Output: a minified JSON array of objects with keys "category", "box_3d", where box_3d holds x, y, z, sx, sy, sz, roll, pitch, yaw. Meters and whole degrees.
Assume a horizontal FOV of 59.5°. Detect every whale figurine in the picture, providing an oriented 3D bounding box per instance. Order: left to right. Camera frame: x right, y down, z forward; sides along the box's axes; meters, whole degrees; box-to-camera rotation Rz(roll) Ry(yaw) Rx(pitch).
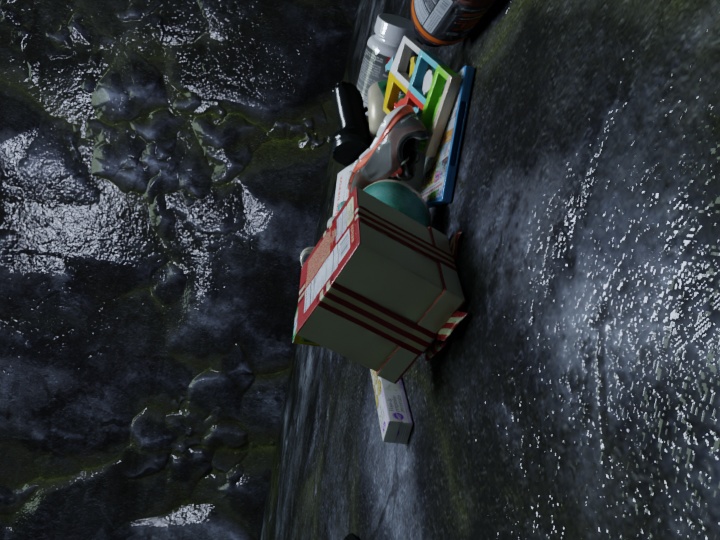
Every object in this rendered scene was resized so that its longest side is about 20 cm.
[{"category":"whale figurine","box_3d":[0.020,-0.045,0.990,0.200,0.159,0.104,-46,3,27]},{"category":"whale figurine","box_3d":[0.073,-0.283,1.268,0.160,0.102,0.202,-92,-9,-47]}]

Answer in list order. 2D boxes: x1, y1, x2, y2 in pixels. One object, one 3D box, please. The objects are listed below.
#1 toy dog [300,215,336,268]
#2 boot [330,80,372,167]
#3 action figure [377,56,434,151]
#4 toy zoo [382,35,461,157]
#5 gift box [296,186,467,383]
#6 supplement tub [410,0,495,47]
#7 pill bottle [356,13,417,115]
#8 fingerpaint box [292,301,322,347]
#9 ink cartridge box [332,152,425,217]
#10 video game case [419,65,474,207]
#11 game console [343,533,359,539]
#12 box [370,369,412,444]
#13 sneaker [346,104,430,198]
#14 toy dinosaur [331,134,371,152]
[{"category":"toy dog","box_3d":[0.000,0.000,1.110,0.132,0.200,0.096,-46,12,-22]},{"category":"boot","box_3d":[-0.021,-0.290,1.234,0.198,0.072,0.165,24,-125,-75]},{"category":"action figure","box_3d":[0.093,-0.292,1.123,0.055,0.117,0.202,49,-151,-54]},{"category":"toy zoo","box_3d":[0.088,-0.291,1.026,0.201,0.020,0.132,58,141,45]},{"category":"gift box","box_3d":[0.039,0.017,0.847,0.200,0.185,0.186,-50,23,30]},{"category":"supplement tub","box_3d":[0.136,-0.401,0.924,0.200,0.105,0.109,166,114,-80]},{"category":"pill bottle","box_3d":[0.059,-0.451,1.400,0.115,0.112,0.202,-93,17,-54]},{"category":"fingerpaint box","box_3d":[-0.039,0.077,1.260,0.201,0.164,0.074,111,164,-51]},{"category":"ink cartridge box","box_3d":[0.029,-0.139,1.181,0.199,0.083,0.148,-24,56,56]},{"category":"video game case","box_3d":[0.132,-0.204,0.997,0.143,0.018,0.203,-168,89,-80]},{"category":"game console","box_3d":[-0.011,0.562,1.039,0.176,0.116,0.200,-51,4,-13]},{"category":"box","box_3d":[0.047,0.197,1.014,0.201,0.038,0.042,-101,22,-64]},{"category":"sneaker","box_3d":[0.044,-0.163,1.015,0.082,0.077,0.201,48,133,19]},{"category":"toy dinosaur","box_3d":[0.028,-0.258,1.378,0.199,0.088,0.047,-35,-7,-37]}]
